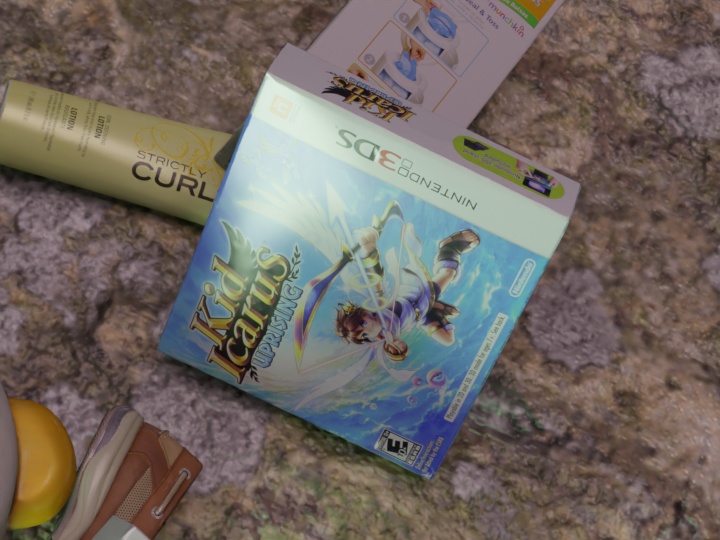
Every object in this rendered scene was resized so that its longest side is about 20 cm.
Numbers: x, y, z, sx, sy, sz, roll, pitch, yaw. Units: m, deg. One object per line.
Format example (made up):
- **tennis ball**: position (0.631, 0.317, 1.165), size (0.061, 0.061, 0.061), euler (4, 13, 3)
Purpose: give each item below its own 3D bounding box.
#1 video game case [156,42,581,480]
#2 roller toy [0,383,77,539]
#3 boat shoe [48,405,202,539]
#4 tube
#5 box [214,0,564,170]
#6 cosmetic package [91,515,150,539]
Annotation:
- **video game case**: position (0.000, 0.000, 1.038), size (0.180, 0.201, 0.046), euler (26, 32, 1)
- **roller toy**: position (-0.267, 0.110, 0.958), size (0.199, 0.140, 0.183), euler (35, 64, 4)
- **boat shoe**: position (-0.142, 0.171, 0.996), size (0.071, 0.076, 0.201), euler (26, 67, -6)
- **tube**: position (-0.123, -0.066, 1.125), size (0.199, 0.052, 0.058), euler (16, 102, -11)
- **box**: position (0.020, -0.119, 1.128), size (0.101, 0.112, 0.200), euler (41, 59, -6)
- **cosmetic package**: position (-0.100, 0.246, 0.928), size (0.151, 0.052, 0.200), euler (-46, 105, -13)
